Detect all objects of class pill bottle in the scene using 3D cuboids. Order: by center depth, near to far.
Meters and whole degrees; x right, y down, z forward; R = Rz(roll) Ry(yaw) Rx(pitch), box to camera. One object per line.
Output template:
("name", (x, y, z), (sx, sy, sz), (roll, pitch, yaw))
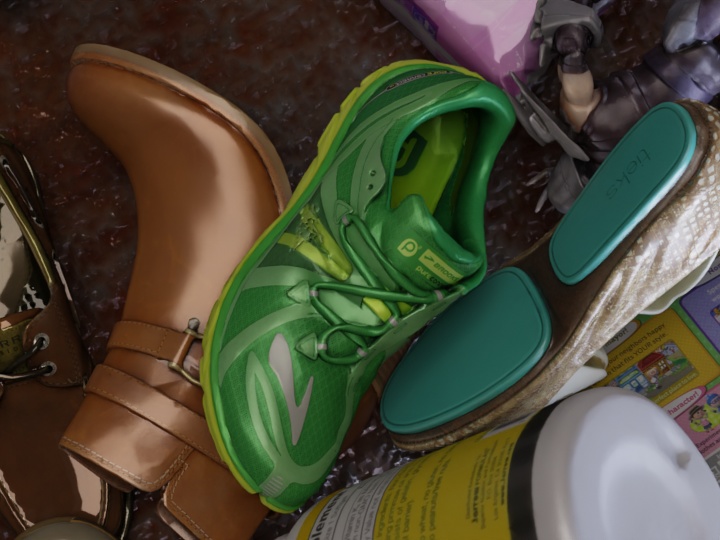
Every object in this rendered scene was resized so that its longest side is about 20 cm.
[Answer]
("pill bottle", (0.039, 0.129, 0.858), (0.199, 0.114, 0.115), (-26, 77, 38))

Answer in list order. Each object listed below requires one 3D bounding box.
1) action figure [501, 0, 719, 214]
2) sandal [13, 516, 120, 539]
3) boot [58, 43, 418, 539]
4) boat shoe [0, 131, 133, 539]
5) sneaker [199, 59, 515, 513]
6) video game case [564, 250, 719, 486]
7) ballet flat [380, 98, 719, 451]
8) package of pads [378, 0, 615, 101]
("action figure", (0.143, -0.092, 0.908), (0.130, 0.070, 0.200), (32, 112, -33))
("sandal", (-0.082, 0.191, 0.917), (0.080, 0.054, 0.200), (-38, 95, -1))
("boot", (-0.082, 0.014, 0.936), (0.200, 0.077, 0.156), (41, 76, -10))
("boat shoe", (-0.154, 0.034, 0.949), (0.071, 0.068, 0.201), (-21, 81, -1))
("sneaker", (0.000, 0.000, 0.877), (0.074, 0.083, 0.201), (33, 72, -30))
("video game case", (0.160, 0.058, 0.915), (0.199, 0.022, 0.182), (-35, 57, -2))
("ballet flat", (0.092, 0.015, 0.900), (0.200, 0.065, 0.071), (-44, 39, 28))
("package of pads", (0.038, -0.177, 0.967), (0.120, 0.076, 0.200), (-43, 81, -7))
